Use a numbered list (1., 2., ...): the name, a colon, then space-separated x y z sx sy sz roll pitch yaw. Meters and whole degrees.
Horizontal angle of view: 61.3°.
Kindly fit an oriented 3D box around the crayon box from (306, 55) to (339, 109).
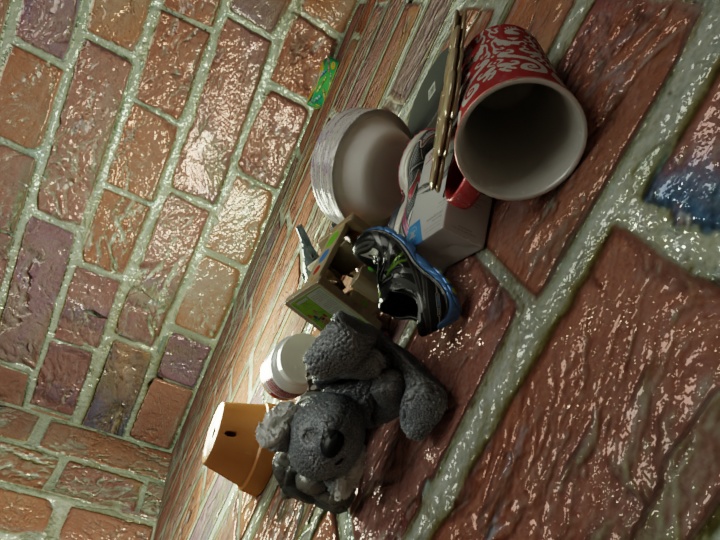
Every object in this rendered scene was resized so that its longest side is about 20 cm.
1. crayon box: -0.163 -0.806 2.618 0.204 0.057 0.119 -69 16 1

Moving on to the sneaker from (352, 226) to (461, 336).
1. sneaker: 0.045 0.011 0.785 0.082 0.072 0.200 -33 47 -14

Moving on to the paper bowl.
1. paper bowl: 0.021 -0.167 1.024 0.103 0.199 0.205 17 85 44

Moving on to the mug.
1. mug: 0.151 -0.183 0.697 0.175 0.134 0.202 -26 33 24

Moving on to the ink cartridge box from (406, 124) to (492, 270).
1. ink cartridge box: 0.128 -0.117 0.824 0.116 0.065 0.205 145 143 -64

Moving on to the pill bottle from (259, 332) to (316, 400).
1. pill bottle: -0.131 0.188 1.188 0.200 0.107 0.112 136 152 -65

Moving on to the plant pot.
1. plant pot: -0.270 0.386 1.370 0.202 0.137 0.203 -56 21 36

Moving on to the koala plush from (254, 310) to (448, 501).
1. koala plush: -0.020 0.173 0.752 0.203 0.175 0.184 -57 8 3

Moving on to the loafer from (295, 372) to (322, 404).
1. loafer: -0.050 0.175 0.947 0.074 0.070 0.203 -100 33 -60

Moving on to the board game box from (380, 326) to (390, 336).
1. board game box: -0.008 0.136 1.025 0.122 0.032 0.200 -66 16 0

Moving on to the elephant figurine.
1. elephant figurine: -0.039 0.232 0.884 0.203 0.152 0.143 -66 -30 -29

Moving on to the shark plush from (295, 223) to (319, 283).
1. shark plush: -0.068 0.005 1.176 0.083 0.089 0.205 -17 86 66

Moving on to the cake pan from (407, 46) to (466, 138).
1. cake pan: 0.139 -0.305 1.071 0.202 0.036 0.203 -58 19 34

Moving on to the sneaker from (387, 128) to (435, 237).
1. sneaker: 0.100 -0.113 0.912 0.074 0.079 0.206 -2 75 56

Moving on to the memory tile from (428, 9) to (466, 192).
1. memory tile: 0.107 -0.212 0.750 0.155 0.016 0.203 95 -175 -47

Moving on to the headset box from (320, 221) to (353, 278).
1. headset box: -0.001 -0.101 1.205 0.204 0.076 0.149 -66 17 8

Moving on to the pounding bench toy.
1. pounding bench toy: 0.000 0.000 0.951 0.199 0.123 0.158 -31 27 54
